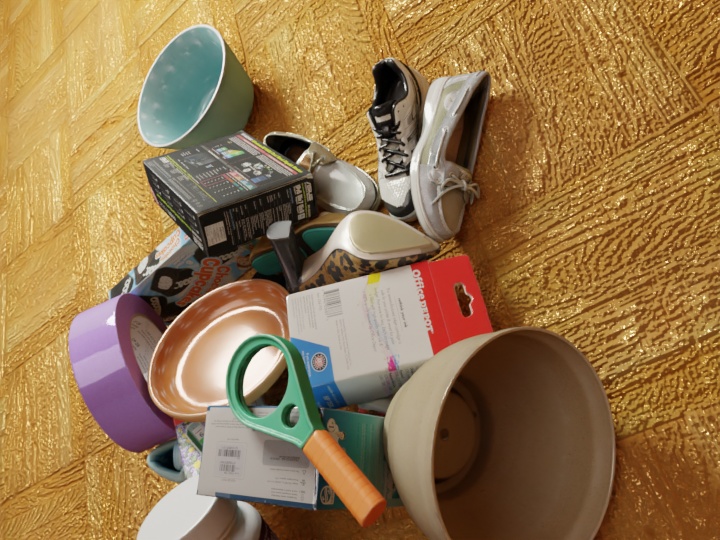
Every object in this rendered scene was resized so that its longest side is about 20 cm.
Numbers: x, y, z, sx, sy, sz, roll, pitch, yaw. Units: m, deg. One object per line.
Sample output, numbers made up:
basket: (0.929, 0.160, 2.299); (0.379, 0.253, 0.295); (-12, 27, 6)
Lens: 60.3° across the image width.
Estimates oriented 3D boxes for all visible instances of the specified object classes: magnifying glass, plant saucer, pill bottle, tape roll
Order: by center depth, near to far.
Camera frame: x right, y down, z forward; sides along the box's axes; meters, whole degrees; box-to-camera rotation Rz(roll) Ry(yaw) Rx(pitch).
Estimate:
magnifying glass: (-0.050, 0.124, 0.503); (0.200, 0.022, 0.080); (39, 99, 37)
pill bottle: (-0.128, 0.313, 0.631); (0.114, 0.200, 0.114); (-27, 19, 10)
plant saucer: (-0.159, 0.096, 0.744); (0.200, 0.037, 0.200); (-15, 43, 15)
tape roll: (-0.295, 0.133, 0.818); (0.066, 0.200, 0.200); (-24, 60, 1)

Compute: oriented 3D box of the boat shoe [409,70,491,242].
boat shoe: (0.105, -0.130, 0.692); (0.065, 0.074, 0.202); (-5, 66, 40)

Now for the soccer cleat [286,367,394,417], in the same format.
soccer cleat: (-0.027, 0.103, 0.720); (0.200, 0.069, 0.078); (24, 88, 42)

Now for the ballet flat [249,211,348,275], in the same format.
ballet flat: (-0.062, -0.046, 0.796); (0.200, 0.069, 0.063); (-12, 47, 31)

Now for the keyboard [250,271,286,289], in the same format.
keyboard: (-0.176, 0.079, 0.813); (0.127, 0.021, 0.200); (9, 53, 36)

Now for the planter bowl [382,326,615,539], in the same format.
planter bowl: (0.103, 0.152, 0.544); (0.135, 0.200, 0.201); (-12, 67, 59)

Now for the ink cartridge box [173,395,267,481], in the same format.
ink cartridge box: (-0.166, 0.184, 0.753); (0.109, 0.050, 0.200); (-24, 42, -9)

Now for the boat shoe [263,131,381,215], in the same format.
boat shoe: (-0.058, -0.126, 0.812); (0.200, 0.068, 0.075); (33, 97, 38)

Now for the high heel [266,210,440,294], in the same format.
high heel: (0.000, 0.000, 0.729); (0.200, 0.143, 0.071); (4, 53, 16)

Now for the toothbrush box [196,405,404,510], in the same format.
toothbrush box: (-0.035, 0.185, 0.613); (0.146, 0.200, 0.085); (-8, 71, 34)

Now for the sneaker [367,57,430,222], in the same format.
sneaker: (0.038, -0.157, 0.740); (0.076, 0.088, 0.200); (-12, 71, 32)

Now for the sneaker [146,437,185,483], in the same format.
sneaker: (-0.192, 0.241, 0.787); (0.200, 0.082, 0.074); (-20, 66, 30)

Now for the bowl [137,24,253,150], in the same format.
bowl: (-0.246, -0.267, 0.973); (0.201, 0.105, 0.201); (-12, 69, 33)

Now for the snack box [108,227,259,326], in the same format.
snack box: (-0.248, 0.006, 0.881); (0.200, 0.116, 0.037); (-37, 54, 22)

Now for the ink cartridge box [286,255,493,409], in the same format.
ink cartridge box: (0.030, 0.065, 0.649); (0.200, 0.067, 0.116); (-13, 55, 4)

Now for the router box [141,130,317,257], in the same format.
router box: (-0.169, -0.106, 0.789); (0.200, 0.150, 0.062); (38, 143, 45)
